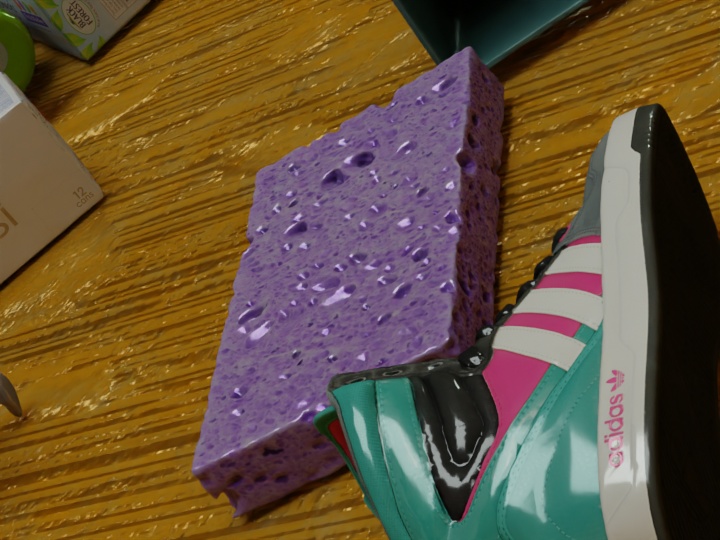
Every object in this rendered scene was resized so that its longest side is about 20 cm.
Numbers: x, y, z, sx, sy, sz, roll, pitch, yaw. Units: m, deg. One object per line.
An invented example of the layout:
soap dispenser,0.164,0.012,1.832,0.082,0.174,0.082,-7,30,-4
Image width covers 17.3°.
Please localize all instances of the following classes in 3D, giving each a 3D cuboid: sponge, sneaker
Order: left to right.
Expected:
sponge,0.000,0.000,0.900,0.112,0.030,0.200,-28,28,23
sneaker,0.048,0.033,0.729,0.121,0.084,0.200,-17,34,22

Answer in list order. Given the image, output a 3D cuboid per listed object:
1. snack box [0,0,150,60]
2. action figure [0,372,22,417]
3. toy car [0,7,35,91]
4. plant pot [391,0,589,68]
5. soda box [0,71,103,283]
snack box,-0.157,-0.200,1.405,0.142,0.053,0.200,-43,25,-10
action figure,-0.245,0.085,1.014,0.193,0.105,0.200,-23,31,11
toy car,-0.286,-0.075,1.336,0.200,0.158,0.164,-69,22,6
plant pot,0.059,-0.204,1.032,0.141,0.141,0.200,-33,19,15
soda box,-0.227,-0.004,1.166,0.200,0.068,0.064,-40,26,-2
